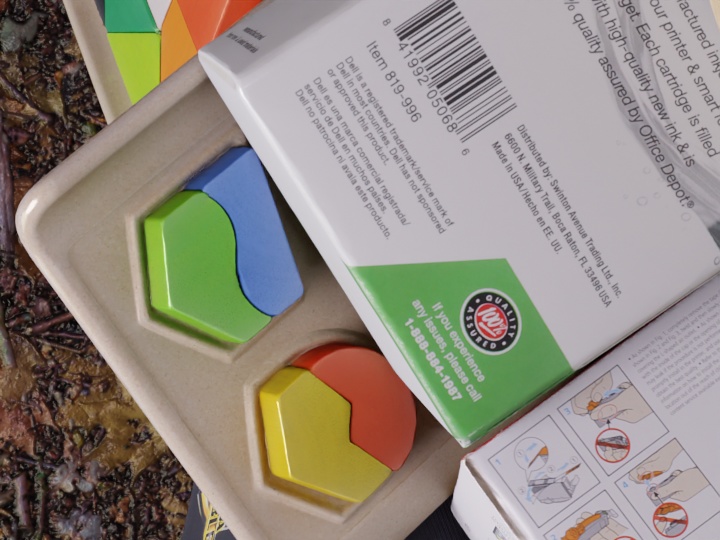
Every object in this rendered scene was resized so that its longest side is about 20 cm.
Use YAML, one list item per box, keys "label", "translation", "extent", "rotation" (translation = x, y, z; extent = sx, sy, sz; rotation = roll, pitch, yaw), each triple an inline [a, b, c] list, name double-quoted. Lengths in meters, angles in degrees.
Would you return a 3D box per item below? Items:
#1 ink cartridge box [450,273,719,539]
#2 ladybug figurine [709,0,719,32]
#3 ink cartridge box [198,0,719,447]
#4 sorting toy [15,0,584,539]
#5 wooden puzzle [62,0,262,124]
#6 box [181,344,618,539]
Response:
- label: "ink cartridge box"
  translation: [0.135, 0.055, 0.816]
  extent: [0.084, 0.200, 0.176]
  rotation: [53, 172, 11]
- label: "ladybug figurine"
  translation: [0.153, -0.081, 0.610]
  extent: [0.136, 0.072, 0.200]
  rotation: [52, 172, 20]
- label: "ink cartridge box"
  translation: [0.071, -0.063, 0.730]
  extent: [0.147, 0.200, 0.083]
  rotation: [58, 176, -18]
- label: "sorting toy"
  translation: [0.000, 0.000, 0.789]
  extent: [0.036, 0.185, 0.200]
  rotation: [12, 139, 58]
- label: "wooden puzzle"
  translation: [-0.074, -0.136, 0.946]
  extent: [0.200, 0.037, 0.185]
  rotation: [-58, 43, 40]
- label: "box"
  translation: [0.038, 0.052, 0.897]
  extent: [0.198, 0.200, 0.050]
  rotation: [24, 158, -30]
